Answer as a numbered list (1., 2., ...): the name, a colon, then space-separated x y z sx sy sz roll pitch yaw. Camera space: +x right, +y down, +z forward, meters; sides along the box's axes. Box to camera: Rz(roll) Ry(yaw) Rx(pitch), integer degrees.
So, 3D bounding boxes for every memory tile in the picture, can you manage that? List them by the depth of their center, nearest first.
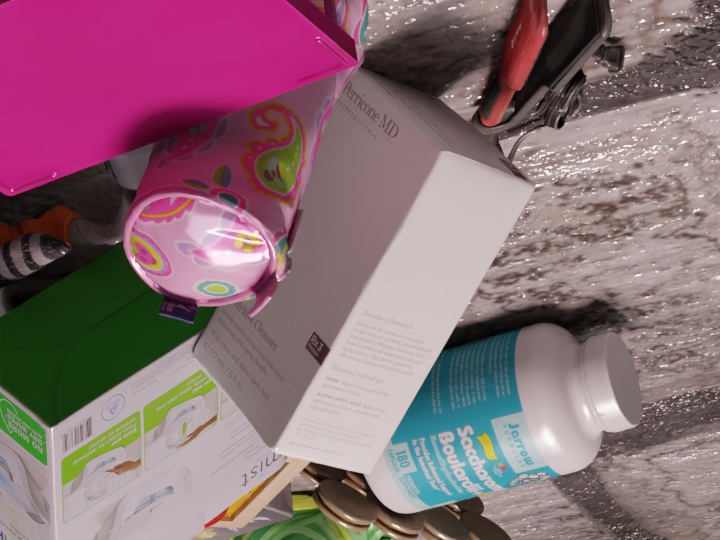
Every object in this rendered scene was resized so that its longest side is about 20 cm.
1. memory tile: 0.019 0.163 1.765 0.199 0.153 0.017 17 113 -40

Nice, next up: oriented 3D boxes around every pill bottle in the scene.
1. pill bottle: 0.101 0.103 1.676 0.199 0.112 0.111 -17 154 24

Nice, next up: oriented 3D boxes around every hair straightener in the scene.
1. hair straightener: 0.113 -0.104 1.300 0.076 0.041 0.200 -1 155 -10

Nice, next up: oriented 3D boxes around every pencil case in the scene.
1. pencil case: -0.054 -0.070 1.142 0.087 0.201 0.088 9 137 9

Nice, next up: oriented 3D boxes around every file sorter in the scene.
1. file sorter: -0.125 -0.143 1.055 0.199 0.126 0.139 -18 152 24

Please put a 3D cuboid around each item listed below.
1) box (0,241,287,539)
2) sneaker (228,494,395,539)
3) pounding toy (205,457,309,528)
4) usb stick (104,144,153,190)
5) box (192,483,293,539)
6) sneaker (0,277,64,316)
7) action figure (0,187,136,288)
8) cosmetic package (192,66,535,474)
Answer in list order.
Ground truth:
1. box: -0.139 0.086 1.413 0.199 0.096 0.177 -34 145 -34
2. sneaker: -0.014 0.229 1.964 0.198 0.084 0.074 -12 155 12
3. pounding toy: -0.157 0.133 1.642 0.198 0.143 0.184 4 154 -22
4. usb stick: -0.130 -0.099 1.266 0.055 0.033 0.200 -6 156 3
5. box: -0.180 0.190 1.882 0.199 0.049 0.158 -21 151 31
6. sneaker: -0.155 0.042 1.524 0.198 0.075 0.089 3 157 -19
7. action figure: -0.254 -0.012 1.354 0.199 0.105 0.193 16 138 -44
8. cosmetic package: 0.000 0.000 1.307 0.081 0.113 0.201 15 109 -40
